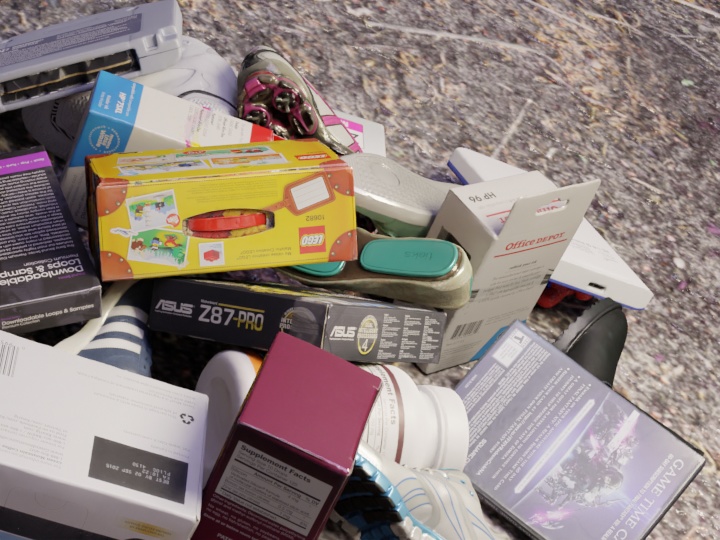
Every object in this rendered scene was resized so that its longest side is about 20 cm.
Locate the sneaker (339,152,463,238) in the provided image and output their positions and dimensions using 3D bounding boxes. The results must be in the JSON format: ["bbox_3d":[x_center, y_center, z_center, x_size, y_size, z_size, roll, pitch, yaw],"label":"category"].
[{"bbox_3d":[0.022,-0.029,1.853,0.200,0.118,0.074,16,34,-47],"label":"sneaker"}]

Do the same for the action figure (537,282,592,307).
[{"bbox_3d":[0.125,-0.012,1.975,0.199,0.052,0.066,21,30,-12],"label":"action figure"}]

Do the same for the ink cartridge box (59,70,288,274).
[{"bbox_3d":[-0.149,-0.076,1.816,0.199,0.117,0.067,19,35,-10],"label":"ink cartridge box"}]

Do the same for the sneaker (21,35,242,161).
[{"bbox_3d":[-0.192,-0.149,1.886,0.198,0.076,0.115,4,37,7],"label":"sneaker"}]

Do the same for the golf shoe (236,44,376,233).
[{"bbox_3d":[-0.040,-0.115,1.883,0.200,0.072,0.092,57,17,-31],"label":"golf shoe"}]

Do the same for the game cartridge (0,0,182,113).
[{"bbox_3d":[-0.251,-0.187,1.861,0.199,0.041,0.133,-14,25,2],"label":"game cartridge"}]

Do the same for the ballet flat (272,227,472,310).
[{"bbox_3d":[0.000,0.000,1.787,0.199,0.063,0.068,12,56,24],"label":"ballet flat"}]

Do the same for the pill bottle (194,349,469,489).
[{"bbox_3d":[-0.023,0.125,1.647,0.199,0.113,0.113,7,39,-26],"label":"pill bottle"}]

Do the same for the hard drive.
[{"bbox_3d":[0.176,-0.040,2.005,0.131,0.025,0.200,18,23,-36],"label":"hard drive"}]

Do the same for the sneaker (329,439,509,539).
[{"bbox_3d":[0.039,0.172,1.600,0.200,0.075,0.087,47,54,-24],"label":"sneaker"}]

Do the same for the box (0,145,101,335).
[{"bbox_3d":[-0.293,-0.019,1.666,0.142,0.036,0.200,-12,38,-15],"label":"box"}]

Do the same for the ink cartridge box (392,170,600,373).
[{"bbox_3d":[0.112,-0.014,1.833,0.116,0.201,0.068,-14,51,-43],"label":"ink cartridge box"}]

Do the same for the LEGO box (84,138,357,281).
[{"bbox_3d":[-0.114,-0.051,1.691,0.198,0.078,0.149,-5,13,-10],"label":"LEGO box"}]

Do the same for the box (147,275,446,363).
[{"bbox_3d":[-0.047,0.040,1.683,0.160,0.049,0.200,12,3,30],"label":"box"}]

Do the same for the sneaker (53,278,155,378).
[{"bbox_3d":[-0.182,0.071,1.651,0.084,0.075,0.200,31,45,8],"label":"sneaker"}]

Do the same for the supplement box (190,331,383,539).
[{"bbox_3d":[-0.066,0.159,1.497,0.085,0.201,0.111,25,35,-1],"label":"supplement box"}]

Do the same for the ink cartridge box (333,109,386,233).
[{"bbox_3d":[-0.072,-0.097,1.958,0.199,0.044,0.174,16,35,-15],"label":"ink cartridge box"}]

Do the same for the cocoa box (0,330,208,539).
[{"bbox_3d":[-0.220,0.145,1.476,0.199,0.132,0.134,18,35,-12],"label":"cocoa box"}]

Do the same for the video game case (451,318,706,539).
[{"bbox_3d":[0.161,0.148,1.749,0.200,0.019,0.143,37,69,17],"label":"video game case"}]

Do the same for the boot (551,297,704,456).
[{"bbox_3d":[0.223,0.122,1.843,0.162,0.074,0.198,36,43,16],"label":"boot"}]
